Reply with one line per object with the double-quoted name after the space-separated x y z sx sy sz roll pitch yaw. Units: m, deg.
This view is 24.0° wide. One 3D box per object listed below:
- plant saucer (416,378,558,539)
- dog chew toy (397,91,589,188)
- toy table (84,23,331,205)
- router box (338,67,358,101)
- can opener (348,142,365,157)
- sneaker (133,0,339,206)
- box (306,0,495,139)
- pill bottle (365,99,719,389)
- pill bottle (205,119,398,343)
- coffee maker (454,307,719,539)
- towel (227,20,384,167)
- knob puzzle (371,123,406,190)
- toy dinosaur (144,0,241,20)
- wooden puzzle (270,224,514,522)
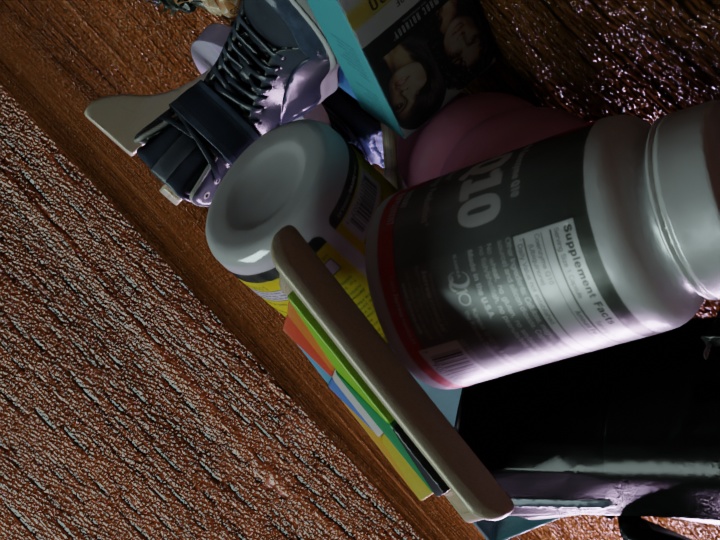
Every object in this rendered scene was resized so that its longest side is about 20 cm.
0.071 0.111 1.135 0.200 0.069 0.019 52 -156 -33 "plant saucer"
0.086 -0.055 1.066 0.125 0.124 0.200 54 175 -32 "dog chew toy"
-0.110 -0.105 1.317 0.183 0.117 0.200 39 173 5 "toy table"
-0.029 -0.199 1.144 0.149 0.051 0.200 40 168 32 "router box"
-0.010 -0.048 1.347 0.063 0.079 0.200 37 177 5 "can opener"
-0.083 -0.118 1.114 0.077 0.146 0.202 48 170 12 "sneaker"
0.010 -0.176 1.002 0.049 0.082 0.201 40 167 41 "box"
0.112 -0.014 0.888 0.199 0.114 0.114 -18 123 32 "pill bottle"
0.000 0.000 1.123 0.200 0.113 0.112 42 173 -35 "pill bottle"
0.164 0.080 1.034 0.198 0.135 0.193 -2 124 32 "coffee maker"
-0.049 -0.132 1.459 0.200 0.049 0.112 40 167 33 "towel"
0.028 -0.021 1.286 0.220 0.030 0.222 -7 -90 -84 "knob puzzle"
-0.114 -0.225 1.276 0.135 0.102 0.201 26 147 36 "toy dinosaur"
0.009 0.068 0.940 0.185 0.037 0.200 51 176 6 "wooden puzzle"
